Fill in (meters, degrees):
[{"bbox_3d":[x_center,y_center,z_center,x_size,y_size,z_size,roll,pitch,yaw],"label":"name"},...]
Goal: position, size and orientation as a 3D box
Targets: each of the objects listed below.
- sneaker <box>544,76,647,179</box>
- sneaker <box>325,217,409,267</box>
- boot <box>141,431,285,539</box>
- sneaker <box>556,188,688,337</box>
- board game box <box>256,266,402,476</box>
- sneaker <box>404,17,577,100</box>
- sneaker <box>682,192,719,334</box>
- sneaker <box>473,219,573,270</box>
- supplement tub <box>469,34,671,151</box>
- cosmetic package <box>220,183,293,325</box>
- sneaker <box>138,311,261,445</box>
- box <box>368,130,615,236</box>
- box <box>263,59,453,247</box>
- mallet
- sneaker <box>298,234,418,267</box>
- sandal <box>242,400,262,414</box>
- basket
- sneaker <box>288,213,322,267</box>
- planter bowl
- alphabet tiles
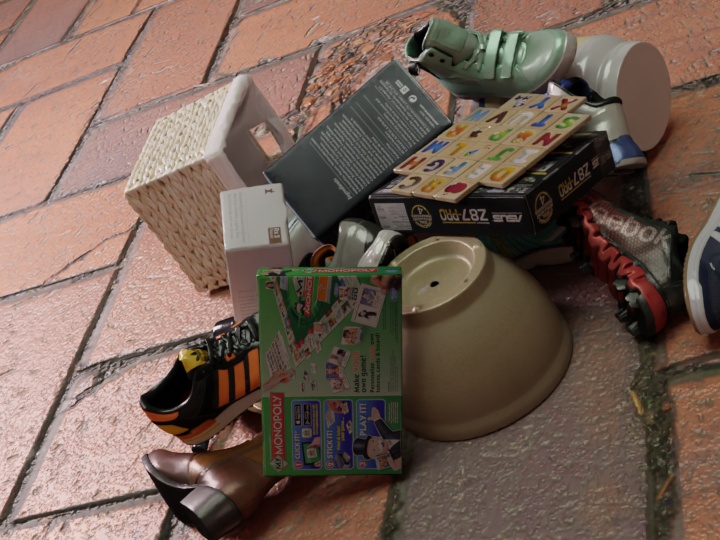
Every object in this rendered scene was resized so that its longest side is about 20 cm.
[{"bbox_3d":[0.217,-0.145,1.358,0.080,0.116,0.199,-1,-10,-44],"label":"sneaker"},{"bbox_3d":[-0.012,0.035,1.315,0.079,0.201,0.074,32,28,25],"label":"sneaker"},{"bbox_3d":[-0.115,0.178,1.294,0.200,0.069,0.188,-36,19,-22],"label":"boot"},{"bbox_3d":[0.267,-0.024,1.240,0.098,0.071,0.201,-24,49,-8],"label":"sneaker"},{"bbox_3d":[-0.027,0.096,1.173,0.134,0.201,0.029,0,16,1],"label":"board game box"},{"bbox_3d":[0.135,-0.239,1.376,0.200,0.118,0.074,-4,69,50],"label":"sneaker"},{"bbox_3d":[0.375,-0.018,1.165,0.108,0.070,0.200,-6,34,36],"label":"sneaker"},{"bbox_3d":[0.163,-0.043,1.366,0.199,0.080,0.078,-18,33,20],"label":"sneaker"},{"bbox_3d":[0.245,-0.200,1.461,0.200,0.145,0.145,5,45,43],"label":"supplement tub"},{"bbox_3d":[-0.106,0.015,1.354,0.074,0.200,0.102,-8,42,-2],"label":"cosmetic package"},{"bbox_3d":[-0.134,0.092,1.251,0.200,0.090,0.070,-43,49,9],"label":"sneaker"},{"bbox_3d":[0.132,-0.090,1.274,0.200,0.049,0.161,2,30,42],"label":"box"},{"bbox_3d":[0.012,-0.120,1.442,0.200,0.148,0.107,-41,72,3],"label":"box"},{"bbox_3d":[-0.165,0.128,1.435,0.066,0.041,0.200,-7,42,32],"label":"mallet"},{"bbox_3d":[0.000,0.000,1.405,0.077,0.112,0.200,-3,40,36],"label":"sneaker"},{"bbox_3d":[-0.091,0.109,1.310,0.077,0.070,0.211,-22,5,-40],"label":"sandal"},{"bbox_3d":[-0.176,-0.107,1.627,0.160,0.198,0.200,-21,32,21],"label":"basket"},{"bbox_3d":[-0.029,-0.058,1.550,0.200,0.073,0.071,-43,29,-21],"label":"sneaker"},{"bbox_3d":[0.093,0.050,1.238,0.200,0.135,0.201,-21,33,14],"label":"planter bowl"},{"bbox_3d":[0.131,-0.128,1.266,0.200,0.006,0.166,-38,30,-26],"label":"alphabet tiles"}]
